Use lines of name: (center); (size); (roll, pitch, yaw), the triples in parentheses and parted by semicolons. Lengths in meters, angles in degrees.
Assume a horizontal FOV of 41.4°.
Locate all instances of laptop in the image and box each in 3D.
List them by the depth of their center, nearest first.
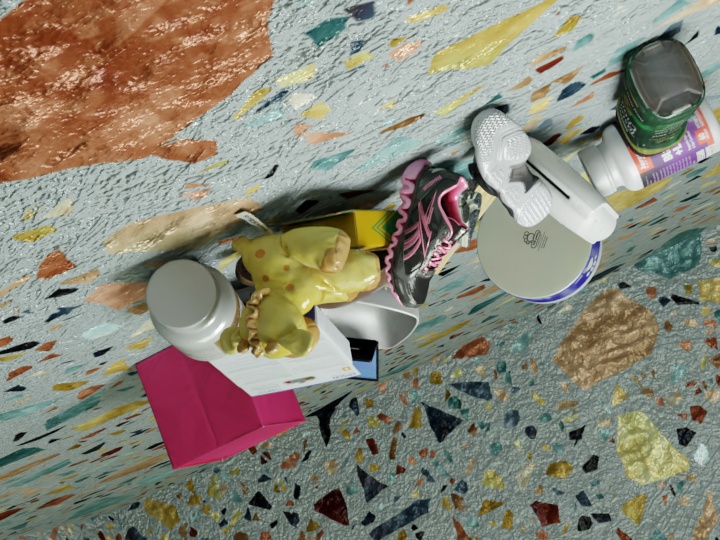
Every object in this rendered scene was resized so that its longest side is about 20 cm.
laptop: (-0.060, 0.169, 1.688); (0.177, 0.104, 0.200); (4, -169, 5)

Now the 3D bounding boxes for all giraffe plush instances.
giraffe plush: (-0.088, 0.039, 1.188); (0.200, 0.163, 0.172); (23, 154, -29)

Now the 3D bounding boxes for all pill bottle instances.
pill bottle: (-0.220, 0.052, 1.276); (0.114, 0.115, 0.200); (-23, 167, -4)
pill bottle: (0.443, -0.192, 1.472); (0.200, 0.112, 0.111); (-27, 167, 12)

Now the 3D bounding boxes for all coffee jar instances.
coffee jar: (0.396, -0.224, 1.279); (0.085, 0.105, 0.200); (-22, 167, 6)

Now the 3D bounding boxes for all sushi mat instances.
sushi mat: (0.158, -0.071, 1.515); (0.200, 0.012, 0.096); (-54, 154, 19)

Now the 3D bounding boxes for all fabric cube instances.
fabric cube: (-0.250, 0.223, 1.722); (0.200, 0.200, 0.196); (-26, 168, 13)

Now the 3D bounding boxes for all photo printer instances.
photo printer: (0.293, -0.118, 1.399); (0.069, 0.166, 0.200); (-49, 160, 12)

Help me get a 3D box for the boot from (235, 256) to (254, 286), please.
boot: (-0.121, 0.009, 1.369); (0.200, 0.075, 0.097); (-11, 159, -50)

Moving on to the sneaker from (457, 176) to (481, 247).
sneaker: (0.126, -0.095, 1.389); (0.086, 0.078, 0.200); (14, 166, 16)

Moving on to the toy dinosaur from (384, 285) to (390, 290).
toy dinosaur: (0.040, -0.006, 1.581); (0.199, 0.077, 0.102); (-7, -163, -13)

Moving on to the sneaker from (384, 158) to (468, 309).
sneaker: (0.094, -0.043, 1.255); (0.095, 0.201, 0.079); (14, -169, 33)

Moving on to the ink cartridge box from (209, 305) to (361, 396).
ink cartridge box: (-0.122, 0.126, 1.464); (0.196, 0.043, 0.200); (-13, 150, 14)

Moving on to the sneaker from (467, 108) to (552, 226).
sneaker: (0.178, -0.148, 1.265); (0.075, 0.114, 0.200); (-39, 131, -2)

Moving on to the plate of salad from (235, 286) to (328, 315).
plate of salad: (-0.153, 0.064, 1.562); (0.199, 0.048, 0.200); (-5, 150, -3)

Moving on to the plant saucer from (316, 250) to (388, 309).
plant saucer: (0.000, 0.000, 1.423); (0.200, 0.035, 0.200); (-27, -162, 10)

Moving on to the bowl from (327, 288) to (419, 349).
bowl: (-0.006, 0.062, 1.660); (0.199, 0.075, 0.200); (12, 157, -11)

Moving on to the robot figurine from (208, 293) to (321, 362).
robot figurine: (-0.157, 0.090, 1.496); (0.199, 0.058, 0.145); (-11, 148, 8)

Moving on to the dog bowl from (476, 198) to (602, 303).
dog bowl: (0.300, -0.047, 1.604); (0.200, 0.201, 0.079); (-28, 163, 19)

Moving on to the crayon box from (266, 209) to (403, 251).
crayon box: (-0.016, -0.049, 1.296); (0.127, 0.051, 0.200); (-8, 178, 37)
